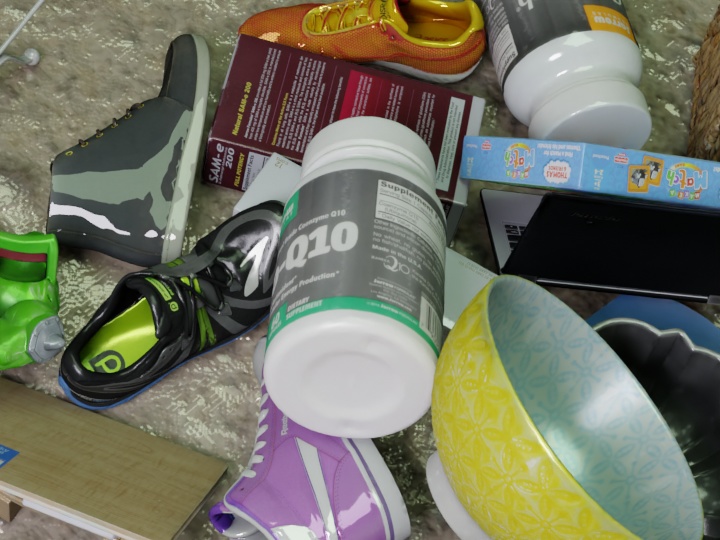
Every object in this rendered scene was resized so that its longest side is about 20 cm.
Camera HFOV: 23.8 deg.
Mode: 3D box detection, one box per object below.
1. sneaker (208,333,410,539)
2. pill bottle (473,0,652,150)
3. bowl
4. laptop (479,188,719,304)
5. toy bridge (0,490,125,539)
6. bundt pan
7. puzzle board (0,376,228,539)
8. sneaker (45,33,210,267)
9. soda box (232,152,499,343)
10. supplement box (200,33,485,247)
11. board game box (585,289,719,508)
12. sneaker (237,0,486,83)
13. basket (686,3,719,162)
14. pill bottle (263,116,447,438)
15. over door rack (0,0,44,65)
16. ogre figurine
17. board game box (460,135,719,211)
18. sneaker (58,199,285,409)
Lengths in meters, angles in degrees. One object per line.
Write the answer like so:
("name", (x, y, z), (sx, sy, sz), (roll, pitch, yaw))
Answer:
("sneaker", (-0.058, 0.118, 1.131), (0.113, 0.073, 0.201), (-20, 40, -14))
("pill bottle", (0.159, -0.183, 1.362), (0.115, 0.117, 0.202), (-6, 59, -15))
("bowl", (0.103, 0.114, 1.034), (0.200, 0.107, 0.201), (41, 24, -23))
("laptop", (0.197, -0.045, 1.239), (0.185, 0.117, 0.201), (7, 31, -8))
("toy bridge", (-0.154, 0.178, 1.096), (0.199, 0.067, 0.027), (30, 57, 8))
("bundt pan", (0.175, 0.138, 1.145), (0.199, 0.076, 0.204), (2, 64, -5))
("puzzle board", (-0.196, 0.120, 1.097), (0.198, 0.018, 0.151), (20, 15, 6))
("sneaker", (-0.171, -0.100, 1.264), (0.105, 0.075, 0.202), (10, 57, -8))
("soda box", (0.003, 0.000, 1.241), (0.199, 0.068, 0.064), (29, 55, 7))
("supplement box", (-0.012, -0.099, 1.306), (0.198, 0.061, 0.110), (16, 56, -3))
("board game box", (0.192, 0.114, 1.227), (0.199, 0.039, 0.158), (-34, 71, -20))
("sneaker", (0.001, -0.195, 1.358), (0.198, 0.077, 0.074), (-2, 58, -1))
("basket", (0.347, -0.155, 1.330), (0.141, 0.201, 0.150), (14, 55, -1))
("pill bottle", (0.000, 0.000, 1.121), (0.112, 0.114, 0.201), (10, 45, -5))
("over door rack", (-0.298, -0.229, 1.317), (0.147, 0.067, 0.201), (30, 78, 8))
("ogre figurine", (-0.257, 0.022, 1.138), (0.118, 0.200, 0.099), (-6, 101, -9))
("board game box", (0.196, -0.069, 1.250), (0.198, 0.151, 0.037), (5, 93, -30))
("sneaker", (-0.120, 0.024, 1.168), (0.199, 0.083, 0.071), (-36, 81, -10))
